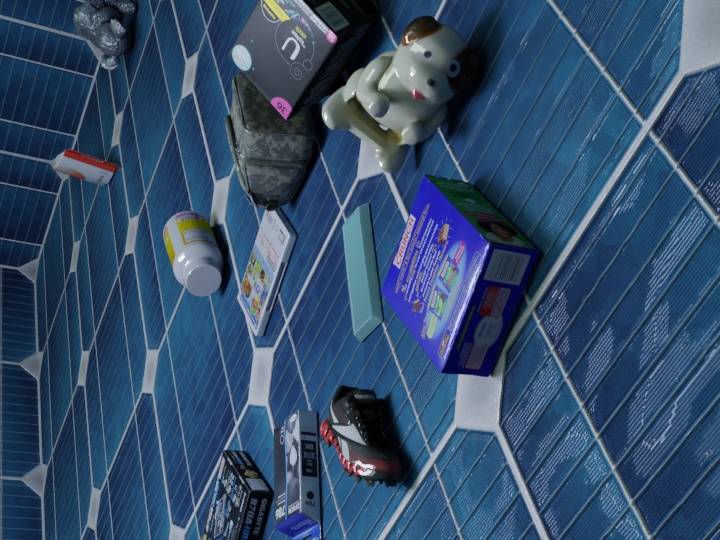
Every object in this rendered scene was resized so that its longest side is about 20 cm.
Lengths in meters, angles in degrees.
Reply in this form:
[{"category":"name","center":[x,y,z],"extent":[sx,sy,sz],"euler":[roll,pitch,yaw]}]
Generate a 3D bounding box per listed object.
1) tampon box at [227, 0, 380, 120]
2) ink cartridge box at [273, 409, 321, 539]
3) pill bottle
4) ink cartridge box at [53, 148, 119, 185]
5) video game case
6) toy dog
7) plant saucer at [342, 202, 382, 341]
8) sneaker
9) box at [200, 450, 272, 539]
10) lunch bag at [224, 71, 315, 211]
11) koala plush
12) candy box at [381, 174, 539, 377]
[{"category":"tampon box","center":[-0.092,-0.376,1.730],"extent":[0.150,0.126,0.200],"euler":[47,136,6]},{"category":"ink cartridge box","center":[-0.098,0.326,1.662],"extent":[0.099,0.039,0.203],"euler":[-42,45,50]},{"category":"pill bottle","center":[-0.337,-0.031,2.196],"extent":[0.106,0.103,0.201],"euler":[-67,29,24]},{"category":"ink cartridge box","center":[-0.802,-0.300,3.170],"extent":[0.199,0.160,0.051],"euler":[3,76,64]},{"category":"video game case","center":[-0.171,-0.004,1.948],"extent":[0.143,0.018,0.203],"euler":[53,128,56]},{"category":"toy dog","center":[0.074,-0.248,1.440],"extent":[0.195,0.140,0.199],"euler":[-51,11,-29]},{"category":"plant saucer","center":[0.000,0.000,1.601],"extent":[0.070,0.019,0.203],"euler":[-47,42,48]},{"category":"sneaker","center":[0.004,0.217,1.454],"extent":[0.200,0.070,0.100],"euler":[-141,62,-62]},{"category":"box","center":[-0.218,0.434,1.855],"extent":[0.159,0.045,0.204],"euler":[35,112,62]},{"category":"lunch bag","center":[-0.163,-0.226,1.890],"extent":[0.202,0.137,0.170],"euler":[-107,21,-44]},{"category":"koala plush","center":[-0.751,-0.705,3.227],"extent":[0.201,0.181,0.179],"euler":[59,133,37]},{"category":"candy box","center":[0.114,0.003,1.303],"extent":[0.200,0.076,0.172],"euler":[53,129,55]}]
